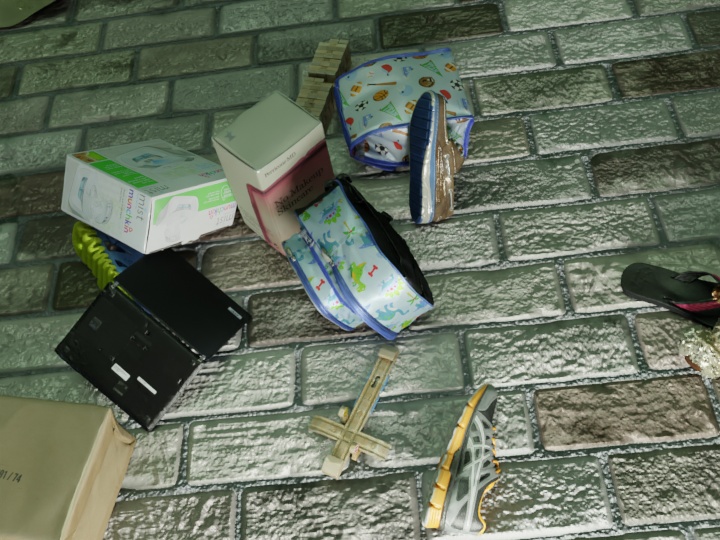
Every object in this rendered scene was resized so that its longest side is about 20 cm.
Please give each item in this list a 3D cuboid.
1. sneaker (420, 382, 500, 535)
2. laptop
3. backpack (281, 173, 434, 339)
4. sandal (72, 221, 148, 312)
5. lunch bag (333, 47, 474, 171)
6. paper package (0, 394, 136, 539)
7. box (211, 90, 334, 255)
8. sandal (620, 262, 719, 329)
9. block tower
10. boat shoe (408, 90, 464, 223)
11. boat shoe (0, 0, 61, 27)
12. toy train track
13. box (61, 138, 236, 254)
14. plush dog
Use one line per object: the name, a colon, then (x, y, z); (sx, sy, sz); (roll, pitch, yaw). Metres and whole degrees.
sneaker: (0.139, 0.235, 1.015); (0.077, 0.078, 0.200); (21, 64, 6)
laptop: (-0.292, 0.090, 1.165); (0.177, 0.103, 0.200); (39, 92, 2)
backpack: (0.000, 0.000, 1.130); (0.147, 0.183, 0.200); (-40, 58, 9)
sandal: (-0.365, -0.007, 1.248); (0.087, 0.080, 0.200); (-16, 59, -35)
lunch bag: (0.064, -0.258, 1.326); (0.199, 0.124, 0.170); (-8, 54, -8)
paper package: (-0.422, 0.267, 1.051); (0.199, 0.104, 0.191); (4, 57, 12)
box: (-0.119, -0.142, 1.225); (0.128, 0.200, 0.109); (-41, 59, -18)
sandal: (0.459, 0.031, 1.117); (0.199, 0.045, 0.075); (17, 60, 19)
block tower: (-0.067, -0.317, 1.426); (0.054, 0.058, 0.200); (9, 56, 14)
boat shoe: (0.116, -0.172, 1.235); (0.072, 0.201, 0.072); (-6, 24, -21)
boat shoe: (-0.693, -0.554, 1.677); (0.201, 0.074, 0.063); (-21, 19, 6)
toy train track: (0.001, 0.180, 1.090); (0.114, 0.033, 0.200); (18, 59, 19)
box: (-0.317, -0.117, 1.247); (0.176, 0.097, 0.200); (25, 26, 24)
plush dog: (0.513, 0.076, 0.992); (0.200, 0.172, 0.161); (37, 76, 27)
